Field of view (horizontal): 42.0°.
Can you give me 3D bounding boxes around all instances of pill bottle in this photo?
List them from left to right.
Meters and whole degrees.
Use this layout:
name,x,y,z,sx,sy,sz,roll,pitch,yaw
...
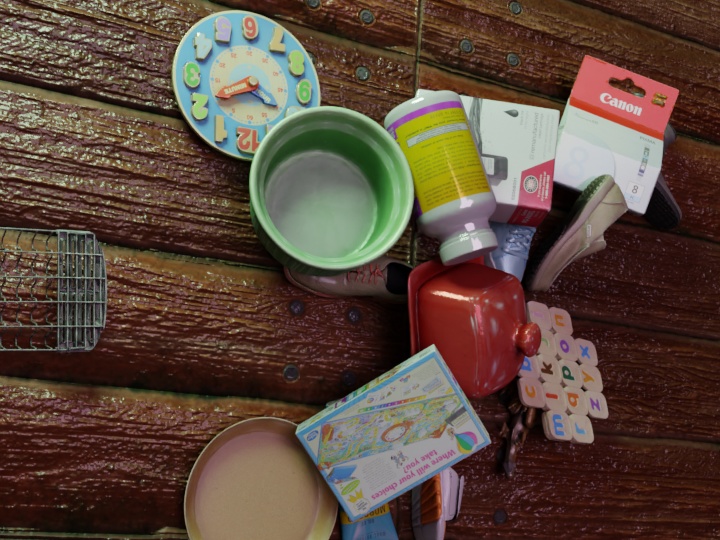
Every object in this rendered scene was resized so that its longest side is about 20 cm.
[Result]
name,x,y,z,sx,sy,sz,roll,pitch,yaw
pill bottle,0.106,-0.112,1.166,0.104,0.104,0.201,-14,81,-27

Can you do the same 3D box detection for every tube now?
name,x,y,z,sx,sy,sz,roll,pitch,yaw
tube,-0.003,0.264,1.200,0.077,0.050,0.202,-11,93,-12

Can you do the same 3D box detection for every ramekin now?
name,x,y,z,sx,sy,sz,roll,pitch,yaw
ramekin,-0.042,-0.088,1.147,0.198,0.098,0.202,3,77,-13

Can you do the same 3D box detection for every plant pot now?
name,x,y,z,sx,sy,sz,roll,pitch,yaw
plant pot,-0.122,0.281,1.146,0.199,0.027,0.202,4,82,-27

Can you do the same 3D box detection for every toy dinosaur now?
name,x,y,z,sx,sy,sz,roll,pitch,yaw
toy dinosaur,0.237,0.198,1.330,0.200,0.060,0.107,-51,133,-23

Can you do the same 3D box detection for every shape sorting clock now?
name,x,y,z,sx,sy,sz,roll,pitch,yaw
shape sorting clock,-0.142,-0.237,1.199,0.199,0.039,0.202,4,82,-26

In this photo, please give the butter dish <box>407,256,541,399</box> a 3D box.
name,x,y,z,sx,sy,sz,roll,pitch,yaw
butter dish,0.161,0.081,1.203,0.199,0.147,0.202,-19,110,-52

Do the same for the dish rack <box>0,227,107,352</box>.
name,x,y,z,sx,sy,sz,roll,pitch,yaw
dish rack,-0.383,0.022,1.037,0.199,0.054,0.155,2,84,-28

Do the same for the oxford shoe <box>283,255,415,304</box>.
name,x,y,z,sx,sy,sz,roll,pitch,yaw
oxford shoe,0.000,0.000,1.217,0.199,0.075,0.071,6,81,-25

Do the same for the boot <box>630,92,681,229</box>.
name,x,y,z,sx,sy,sz,roll,pitch,yaw
boot,0.466,-0.176,1.478,0.131,0.068,0.200,-45,102,-25

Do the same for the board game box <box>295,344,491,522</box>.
name,x,y,z,sx,sy,sz,roll,pitch,yaw
board game box,0.040,0.200,1.146,0.199,0.034,0.135,-31,97,7

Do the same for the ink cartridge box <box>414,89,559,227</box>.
name,x,y,z,sx,sy,sz,roll,pitch,yaw
ink cartridge box,0.158,-0.151,1.271,0.198,0.083,0.146,8,78,-1

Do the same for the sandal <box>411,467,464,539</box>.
name,x,y,z,sx,sy,sz,roll,pitch,yaw
sandal,0.108,0.266,1.233,0.059,0.079,0.209,4,79,-23

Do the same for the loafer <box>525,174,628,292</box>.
name,x,y,z,sx,sy,sz,roll,pitch,yaw
loafer,0.315,-0.043,1.349,0.068,0.076,0.200,37,95,-4

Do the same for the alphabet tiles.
name,x,y,z,sx,sy,sz,roll,pitch,yaw
alphabet tiles,0.280,0.145,1.332,0.195,0.015,0.202,14,60,-39

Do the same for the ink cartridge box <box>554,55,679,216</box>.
name,x,y,z,sx,sy,sz,roll,pitch,yaw
ink cartridge box,0.377,-0.202,1.395,0.159,0.047,0.201,19,93,-4

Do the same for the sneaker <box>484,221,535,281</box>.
name,x,y,z,sx,sy,sz,roll,pitch,yaw
sneaker,0.224,-0.074,1.335,0.073,0.082,0.202,10,79,-24
